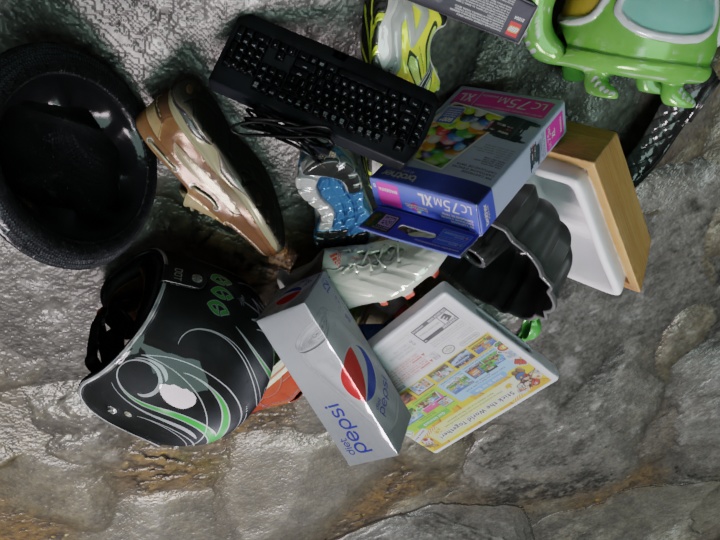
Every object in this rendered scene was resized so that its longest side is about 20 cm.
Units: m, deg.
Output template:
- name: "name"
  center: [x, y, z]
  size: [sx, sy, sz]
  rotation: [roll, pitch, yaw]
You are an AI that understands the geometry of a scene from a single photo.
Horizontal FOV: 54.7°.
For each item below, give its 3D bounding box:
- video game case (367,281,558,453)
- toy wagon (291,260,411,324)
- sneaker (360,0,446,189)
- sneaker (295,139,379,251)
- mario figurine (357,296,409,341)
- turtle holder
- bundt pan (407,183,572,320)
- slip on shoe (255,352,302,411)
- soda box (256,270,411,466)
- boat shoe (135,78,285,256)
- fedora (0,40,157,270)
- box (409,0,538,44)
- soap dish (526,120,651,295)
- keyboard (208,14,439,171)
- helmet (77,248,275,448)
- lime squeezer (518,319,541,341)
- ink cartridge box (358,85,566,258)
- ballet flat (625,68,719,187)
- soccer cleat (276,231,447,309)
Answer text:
- name: "video game case"
  center: [0.089, 0.118, 0.782]
  size: [0.181, 0.023, 0.199]
  rotation: [35, 125, -22]
- name: "toy wagon"
  center: [-0.004, 0.053, 0.858]
  size: [0.196, 0.040, 0.157]
  rotation: [12, 124, -25]
- name: "sneaker"
  center: [0.039, -0.163, 0.671]
  size: [0.075, 0.076, 0.203]
  rotation: [-4, 131, -12]
- name: "sneaker"
  center: [-0.023, -0.089, 0.718]
  size: [0.073, 0.088, 0.201]
  rotation: [-9, 154, 1]
- name: "mario figurine"
  center: [0.060, 0.075, 0.836]
  size: [0.195, 0.109, 0.124]
  rotation: [-1, 166, -3]
- name: "turtle holder"
  center: [0.241, -0.236, 0.648]
  size: [0.182, 0.141, 0.134]
  rotation: [17, 115, 21]
- name: "bundt pan"
  center: [0.139, -0.041, 0.735]
  size: [0.076, 0.200, 0.203]
  rotation: [-49, 131, -15]
- name: "slip on shoe"
  center: [-0.098, 0.136, 0.840]
  size: [0.061, 0.075, 0.200]
  rotation: [33, 141, -12]
- name: "soda box"
  center: [-0.024, 0.106, 0.733]
  size: [0.067, 0.064, 0.202]
  rotation: [-19, 111, 28]
- name: "boat shoe"
  center: [-0.143, -0.092, 0.684]
  size: [0.073, 0.077, 0.201]
  rotation: [-20, 129, 15]
- name: "fedora"
  center: [-0.273, -0.097, 0.608]
  size: [0.090, 0.202, 0.203]
  rotation: [6, 138, 26]
- name: "box"
  center: [0.041, -0.254, 0.574]
  size: [0.196, 0.111, 0.035]
  rotation: [11, 125, -24]
- name: "soap dish"
  center: [0.221, -0.075, 0.747]
  size: [0.082, 0.156, 0.201]
  rotation: [-48, 131, -11]
- name: "keyboard"
  center: [-0.037, -0.147, 0.599]
  size: [0.197, 0.040, 0.106]
  rotation: [23, 84, 6]
- name: "helmet"
  center: [-0.184, 0.089, 0.740]
  size: [0.199, 0.202, 0.190]
  rotation: [-39, 128, 17]
- name: "lime squeezer"
  center: [0.204, 0.060, 0.934]
  size: [0.069, 0.038, 0.202]
  rotation: [1, 137, 27]
- name: "ink cartridge box"
  center: [0.094, -0.099, 0.644]
  size: [0.200, 0.118, 0.042]
  rotation: [-49, 139, -28]
- name: "ballet flat"
  center: [0.323, -0.148, 0.791]
  size: [0.066, 0.057, 0.202]
  rotation: [-28, 153, -56]
- name: "soccer cleat"
  center: [0.000, 0.000, 0.738]
  size: [0.197, 0.070, 0.078]
  rotation: [-24, 122, 23]
